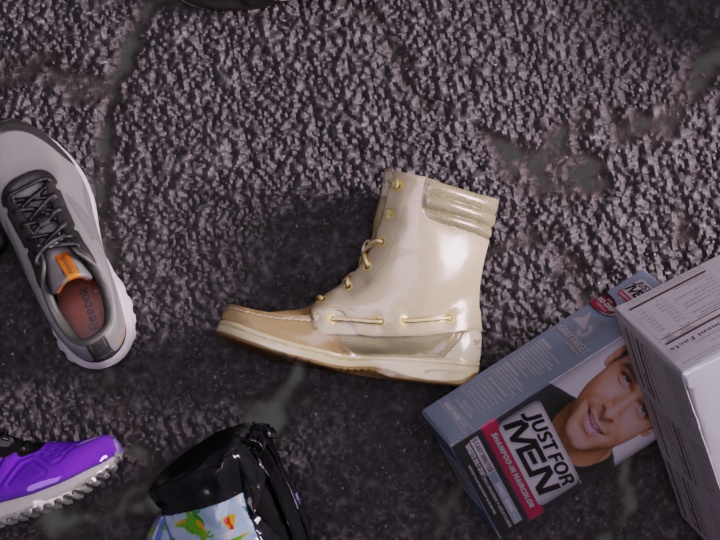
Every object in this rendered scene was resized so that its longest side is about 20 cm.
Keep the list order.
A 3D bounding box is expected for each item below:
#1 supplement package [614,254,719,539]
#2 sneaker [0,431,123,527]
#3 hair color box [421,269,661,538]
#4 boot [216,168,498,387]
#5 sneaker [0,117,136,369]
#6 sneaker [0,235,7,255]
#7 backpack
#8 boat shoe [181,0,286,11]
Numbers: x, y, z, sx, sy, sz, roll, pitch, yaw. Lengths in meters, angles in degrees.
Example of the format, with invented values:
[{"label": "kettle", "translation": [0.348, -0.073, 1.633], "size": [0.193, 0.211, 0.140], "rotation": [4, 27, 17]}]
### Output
[{"label": "supplement package", "translation": [0.297, 0.094, 1.655], "size": [0.156, 0.111, 0.200], "rotation": [-27, 121, -8]}, {"label": "sneaker", "translation": [-0.277, 0.141, 1.685], "size": [0.200, 0.070, 0.100], "rotation": [-20, 84, -6]}, {"label": "hair color box", "translation": [0.157, 0.098, 1.700], "size": [0.200, 0.061, 0.099], "rotation": [-32, 121, -6]}, {"label": "boot", "translation": [0.000, 0.000, 1.711], "size": [0.200, 0.073, 0.156], "rotation": [8, 87, -6]}, {"label": "sneaker", "translation": [-0.223, -0.024, 1.700], "size": [0.074, 0.079, 0.200], "rotation": [-26, 85, -4]}, {"label": "sneaker", "translation": [-0.310, -0.046, 1.700], "size": [0.098, 0.071, 0.201], "rotation": [-2, 87, -3]}, {"label": "backpack", "translation": [-0.086, 0.228, 1.656], "size": [0.154, 0.163, 0.200], "rotation": [-32, 94, 3]}, {"label": "boat shoe", "translation": [-0.045, -0.238, 1.740], "size": [0.200, 0.057, 0.067], "rotation": [-7, 85, -4]}]
